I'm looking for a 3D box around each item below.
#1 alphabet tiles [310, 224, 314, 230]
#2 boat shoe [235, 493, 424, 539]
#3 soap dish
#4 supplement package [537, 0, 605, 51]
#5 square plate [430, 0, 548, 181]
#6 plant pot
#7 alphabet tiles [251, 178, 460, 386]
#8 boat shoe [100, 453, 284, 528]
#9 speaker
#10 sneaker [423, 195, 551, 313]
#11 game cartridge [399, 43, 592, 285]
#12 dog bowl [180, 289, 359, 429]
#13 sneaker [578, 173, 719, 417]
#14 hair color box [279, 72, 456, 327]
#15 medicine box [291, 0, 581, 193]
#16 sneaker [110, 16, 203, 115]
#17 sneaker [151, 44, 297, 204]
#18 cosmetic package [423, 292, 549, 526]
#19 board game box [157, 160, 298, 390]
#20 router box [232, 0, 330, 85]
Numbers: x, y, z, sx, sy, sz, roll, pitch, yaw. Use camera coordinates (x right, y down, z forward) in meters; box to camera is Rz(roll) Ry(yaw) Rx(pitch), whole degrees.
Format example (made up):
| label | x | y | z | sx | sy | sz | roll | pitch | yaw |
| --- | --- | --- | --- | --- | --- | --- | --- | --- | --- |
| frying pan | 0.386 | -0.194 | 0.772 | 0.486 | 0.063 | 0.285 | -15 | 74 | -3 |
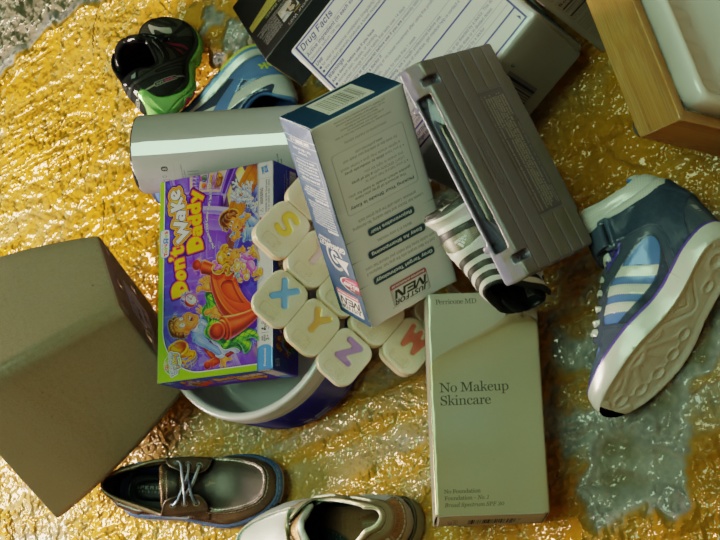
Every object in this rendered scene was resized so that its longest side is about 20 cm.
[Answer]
| label | x | y | z | sx | sy | sz | roll | pitch | yaw |
| --- | --- | --- | --- | --- | --- | --- | --- | --- | --- |
| alphabet tiles | -0.052 | -0.039 | 1.817 | 0.195 | 0.015 | 0.200 | -3 | 76 | 32 |
| boat shoe | -0.042 | 0.242 | 1.702 | 0.200 | 0.068 | 0.075 | -18 | 68 | 28 |
| soap dish | 0.279 | -0.194 | 1.567 | 0.081 | 0.157 | 0.200 | -37 | 59 | 39 |
| supplement package | 0.178 | -0.299 | 1.625 | 0.110 | 0.200 | 0.114 | -50 | 57 | 12 |
| square plate | 0.084 | -0.214 | 1.767 | 0.198 | 0.028 | 0.200 | -45 | 58 | 16 |
| plant pot | -0.293 | 0.086 | 1.817 | 0.177 | 0.200 | 0.200 | -29 | 39 | 2 |
| alphabet tiles | 0.000 | 0.000 | 1.678 | 0.200 | 0.015 | 0.196 | 42 | 68 | -4 |
| boat shoe | -0.170 | 0.218 | 1.788 | 0.200 | 0.072 | 0.072 | -11 | 72 | 30 |
| speaker | -0.121 | -0.120 | 1.789 | 0.200 | 0.081 | 0.081 | -3 | 75 | 11 |
| sneaker | 0.129 | -0.020 | 1.610 | 0.076 | 0.200 | 0.116 | -29 | 89 | 27 |
| game cartridge | 0.117 | -0.093 | 1.542 | 0.038 | 0.130 | 0.200 | -29 | 86 | 32 |
| dog bowl | -0.090 | 0.052 | 1.761 | 0.200 | 0.079 | 0.201 | -8 | 75 | 31 |
| sneaker | 0.231 | 0.012 | 1.591 | 0.146 | 0.081 | 0.200 | 43 | 107 | 44 |
| hair color box | 0.008 | -0.062 | 1.599 | 0.100 | 0.200 | 0.060 | -28 | 28 | -22 |
| medicine box | 0.069 | -0.208 | 1.696 | 0.182 | 0.103 | 0.200 | -50 | 57 | 12 |
| sneaker | -0.215 | -0.226 | 1.899 | 0.077 | 0.084 | 0.200 | -41 | 26 | 15 |
| sneaker | -0.142 | -0.138 | 1.867 | 0.200 | 0.074 | 0.082 | -50 | 59 | 13 |
| cosmetic package | 0.111 | 0.124 | 1.612 | 0.103 | 0.073 | 0.200 | -3 | 75 | 0 |
| board game box | -0.126 | 0.006 | 1.720 | 0.134 | 0.045 | 0.200 | -9 | 74 | 30 |
| router box | -0.035 | -0.302 | 1.814 | 0.200 | 0.052 | 0.157 | -50 | 29 | 13 |
